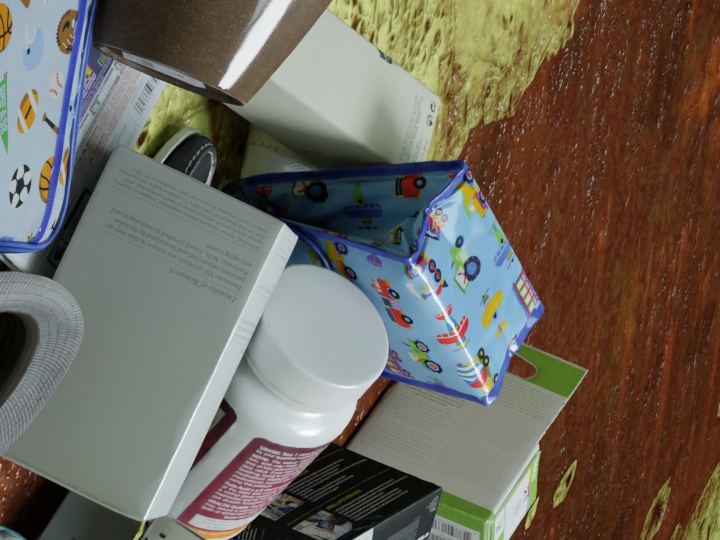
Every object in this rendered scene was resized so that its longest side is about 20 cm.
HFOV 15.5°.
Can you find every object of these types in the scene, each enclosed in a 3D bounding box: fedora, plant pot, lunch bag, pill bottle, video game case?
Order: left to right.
[{"bbox_3d":[-0.249,0.046,1.390,0.200,0.090,0.177,-14,143,-57],"label":"fedora"},{"bbox_3d":[-0.197,-0.110,1.399,0.160,0.075,0.200,3,99,-67],"label":"lunch bag"},{"bbox_3d":[-0.175,-0.103,1.565,0.200,0.023,0.182,-63,159,-13],"label":"video game case"},{"bbox_3d":[-0.072,-0.202,1.485,0.200,0.187,0.187,-68,160,-2],"label":"plant pot"},{"bbox_3d":[-0.073,0.088,1.765,0.200,0.114,0.114,-46,178,42],"label":"pill bottle"},{"bbox_3d":[0.000,0.000,1.799,0.094,0.200,0.151,-59,137,-30],"label":"lunch bag"}]

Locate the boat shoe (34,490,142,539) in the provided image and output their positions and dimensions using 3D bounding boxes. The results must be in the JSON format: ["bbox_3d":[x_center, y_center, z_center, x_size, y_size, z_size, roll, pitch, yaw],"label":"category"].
[{"bbox_3d":[-0.211,0.217,1.716,0.200,0.071,0.064,-47,175,-39],"label":"boat shoe"}]

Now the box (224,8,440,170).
[{"bbox_3d":[-0.033,-0.123,1.734,0.200,0.082,0.069,35,67,-54],"label":"box"}]

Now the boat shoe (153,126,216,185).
[{"bbox_3d":[-0.133,0.005,1.718,0.200,0.060,0.074,-65,159,-10],"label":"boat shoe"}]

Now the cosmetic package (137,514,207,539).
[{"bbox_3d":[-0.155,0.249,1.774,0.104,0.073,0.200,-57,-178,-30],"label":"cosmetic package"}]

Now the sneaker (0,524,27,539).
[{"bbox_3d":[-0.241,0.173,1.576,0.078,0.086,0.200,-70,160,1],"label":"sneaker"}]

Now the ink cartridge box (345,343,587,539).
[{"bbox_3d":[0.091,0.148,2.292,0.200,0.148,0.076,-52,154,-38],"label":"ink cartridge box"}]

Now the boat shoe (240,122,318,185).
[{"bbox_3d":[-0.026,-0.039,1.880,0.200,0.071,0.069,42,64,-44],"label":"boat shoe"}]

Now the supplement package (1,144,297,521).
[{"bbox_3d":[-0.134,0.041,1.622,0.117,0.117,0.200,62,53,-86],"label":"supplement package"}]

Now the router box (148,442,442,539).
[{"bbox_3d":[-0.046,0.179,1.980,0.200,0.149,0.051,-20,128,-63],"label":"router box"}]
